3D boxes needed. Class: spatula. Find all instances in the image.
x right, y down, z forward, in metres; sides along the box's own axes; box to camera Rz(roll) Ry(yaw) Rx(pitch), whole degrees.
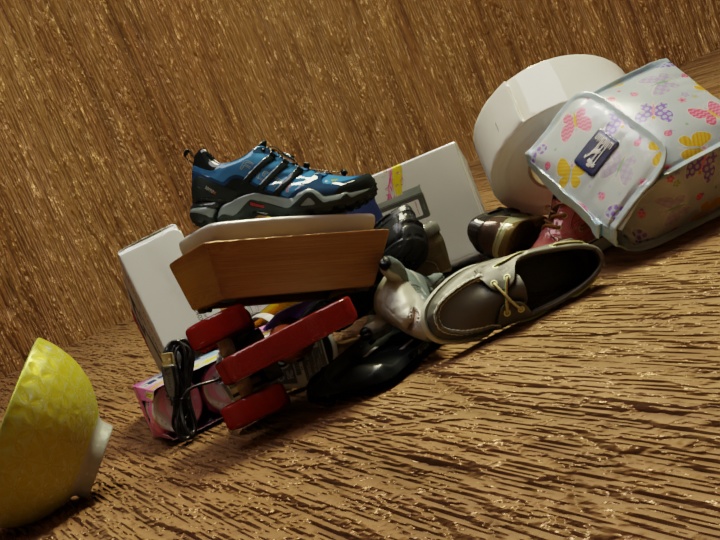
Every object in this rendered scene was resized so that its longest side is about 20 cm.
[{"bbox_3d":[-0.111,0.056,1.801,0.056,0.021,0.199,-23,4,-28],"label":"spatula"}]

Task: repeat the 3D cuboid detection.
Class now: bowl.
[{"bbox_3d":[-0.321,0.183,1.631,0.107,0.202,0.200,20,0,-8],"label":"bowl"}]

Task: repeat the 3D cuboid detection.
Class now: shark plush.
[{"bbox_3d":[0.060,0.040,1.662,0.082,0.092,0.200,18,2,9],"label":"shark plush"}]

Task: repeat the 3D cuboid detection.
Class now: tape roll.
[{"bbox_3d":[0.235,-0.156,1.836,0.200,0.071,0.203,-12,-36,-9],"label":"tape roll"}]

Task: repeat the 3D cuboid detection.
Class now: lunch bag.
[{"bbox_3d":[0.303,-0.122,1.696,0.199,0.128,0.170,-26,44,-14],"label":"lunch bag"}]

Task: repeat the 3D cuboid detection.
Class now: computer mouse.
[{"bbox_3d":[-0.121,0.112,1.735,0.198,0.111,0.044,-14,-6,-14],"label":"computer mouse"}]

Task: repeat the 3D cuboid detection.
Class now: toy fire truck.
[{"bbox_3d":[-0.078,0.077,1.603,0.167,0.113,0.200,-25,-4,-2],"label":"toy fire truck"}]

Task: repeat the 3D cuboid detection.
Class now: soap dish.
[{"bbox_3d":[-0.086,-0.006,1.638,0.198,0.082,0.157,-5,-6,-21],"label":"soap dish"}]

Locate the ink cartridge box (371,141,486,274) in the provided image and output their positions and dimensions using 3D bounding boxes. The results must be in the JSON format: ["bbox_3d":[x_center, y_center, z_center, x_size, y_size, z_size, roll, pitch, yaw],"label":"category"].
[{"bbox_3d":[0.065,-0.053,2.027,0.198,0.147,0.147,-22,-9,7],"label":"ink cartridge box"}]

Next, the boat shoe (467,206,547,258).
[{"bbox_3d":[0.174,-0.045,1.845,0.074,0.064,0.200,-64,-15,3],"label":"boat shoe"}]

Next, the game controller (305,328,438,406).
[{"bbox_3d":[0.021,0.092,1.627,0.103,0.043,0.200,-4,14,25],"label":"game controller"}]

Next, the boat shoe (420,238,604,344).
[{"bbox_3d":[0.153,0.018,1.569,0.200,0.073,0.060,-21,0,-22],"label":"boat shoe"}]

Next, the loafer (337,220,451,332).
[{"bbox_3d":[0.029,0.022,1.825,0.200,0.070,0.075,-39,-6,35],"label":"loafer"}]

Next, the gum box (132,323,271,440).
[{"bbox_3d":[-0.162,0.127,1.807,0.199,0.067,0.113,-25,6,-19],"label":"gum box"}]

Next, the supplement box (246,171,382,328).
[{"bbox_3d":[-0.067,-0.011,1.914,0.199,0.110,0.109,-36,-27,23],"label":"supplement box"}]

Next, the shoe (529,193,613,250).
[{"bbox_3d":[0.229,-0.051,1.788,0.199,0.092,0.071,-26,7,-29],"label":"shoe"}]

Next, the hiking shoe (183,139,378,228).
[{"bbox_3d":[-0.081,-0.095,1.622,0.198,0.088,0.074,-5,-5,-6],"label":"hiking shoe"}]

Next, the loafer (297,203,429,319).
[{"bbox_3d":[0.000,0.000,1.767,0.068,0.071,0.200,18,-44,-39],"label":"loafer"}]

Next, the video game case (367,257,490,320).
[{"bbox_3d":[0.094,0.033,1.895,0.181,0.023,0.200,-23,7,6],"label":"video game case"}]

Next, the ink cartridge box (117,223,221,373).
[{"bbox_3d":[-0.226,0.058,1.923,0.083,0.146,0.200,-25,-22,-12],"label":"ink cartridge box"}]
